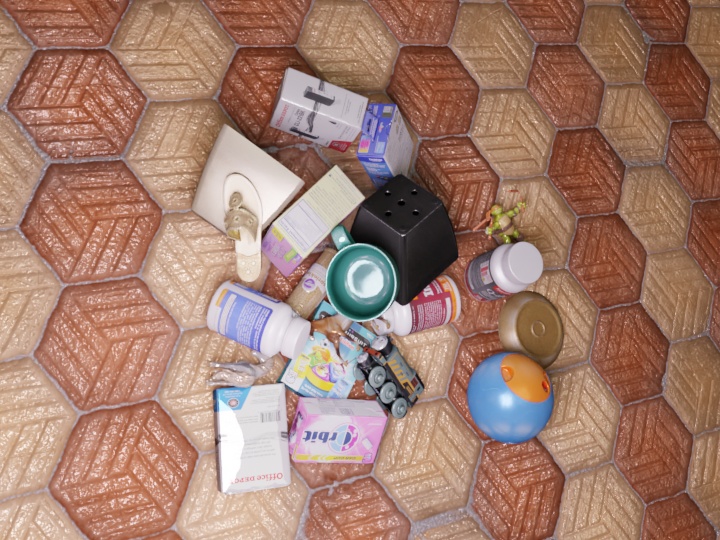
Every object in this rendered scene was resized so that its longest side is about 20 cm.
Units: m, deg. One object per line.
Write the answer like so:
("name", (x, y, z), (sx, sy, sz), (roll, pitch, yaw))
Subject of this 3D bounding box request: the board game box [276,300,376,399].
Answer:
("board game box", (-0.072, 0.195, 1.478), (0.149, 0.047, 0.203), (33, 69, -12))

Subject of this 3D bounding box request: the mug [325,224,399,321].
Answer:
("mug", (0.009, 0.006, 1.385), (0.148, 0.114, 0.191), (6, 93, 9))

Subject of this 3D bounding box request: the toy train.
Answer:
("toy train", (0.064, 0.236, 1.477), (0.114, 0.084, 0.202), (-48, 123, -23))

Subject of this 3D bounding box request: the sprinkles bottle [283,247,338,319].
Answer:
("sprinkles bottle", (-0.110, 0.043, 1.486), (0.068, 0.068, 0.201), (40, 67, -8))

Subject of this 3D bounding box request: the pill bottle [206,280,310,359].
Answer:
("pill bottle", (-0.207, 0.107, 1.375), (0.196, 0.113, 0.114), (23, 70, 12))

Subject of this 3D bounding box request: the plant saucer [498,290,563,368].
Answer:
("plant saucer", (0.441, 0.150, 1.690), (0.195, 0.035, 0.206), (4, 77, -20))

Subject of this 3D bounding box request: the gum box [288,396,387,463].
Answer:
("gum box", (-0.054, 0.337, 1.405), (0.195, 0.066, 0.116), (8, 109, -26))

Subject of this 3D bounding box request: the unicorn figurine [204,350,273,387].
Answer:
("unicorn figurine", (-0.246, 0.204, 1.376), (0.133, 0.200, 0.076), (1, 106, -7))

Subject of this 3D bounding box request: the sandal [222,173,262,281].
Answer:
("sandal", (-0.229, -0.079, 1.309), (0.075, 0.070, 0.218), (-6, 104, -1))

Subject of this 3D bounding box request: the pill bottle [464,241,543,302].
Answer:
("pill bottle", (0.339, 0.002, 1.593), (0.113, 0.200, 0.119), (4, 77, -18))

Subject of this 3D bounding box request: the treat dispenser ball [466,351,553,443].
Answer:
("treat dispenser ball", (0.343, 0.291, 1.533), (0.196, 0.200, 0.207), (4, 77, -19))

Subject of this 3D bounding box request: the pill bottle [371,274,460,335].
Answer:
("pill bottle", (0.124, 0.085, 1.541), (0.195, 0.113, 0.116), (-13, 83, -23))

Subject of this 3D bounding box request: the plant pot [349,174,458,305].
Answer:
("plant pot", (0.092, -0.085, 1.484), (0.198, 0.180, 0.199), (-39, 59, -24))

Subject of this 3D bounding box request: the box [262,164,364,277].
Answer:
("box", (-0.109, -0.104, 1.458), (0.097, 0.176, 0.200), (46, 67, -3))

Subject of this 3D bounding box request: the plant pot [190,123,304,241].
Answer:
("plant pot", (-0.254, -0.161, 1.414), (0.198, 0.200, 0.179), (34, 84, -10))

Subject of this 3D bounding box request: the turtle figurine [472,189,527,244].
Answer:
("turtle figurine", (0.365, -0.100, 1.700), (0.199, 0.064, 0.164), (-37, 100, -32))

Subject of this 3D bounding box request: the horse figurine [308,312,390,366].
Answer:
("horse figurine", (-0.021, 0.112, 1.448), (0.199, 0.050, 0.132), (-41, 59, -18))

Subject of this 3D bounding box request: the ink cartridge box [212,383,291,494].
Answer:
("ink cartridge box", (-0.225, 0.341, 1.368), (0.142, 0.084, 0.206), (0, 79, -21))

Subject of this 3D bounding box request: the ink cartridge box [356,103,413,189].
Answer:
("ink cartridge box", (0.056, -0.291, 1.550), (0.074, 0.200, 0.140), (7, 71, 20))

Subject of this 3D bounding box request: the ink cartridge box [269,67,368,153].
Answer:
("ink cartridge box", (-0.099, -0.364, 1.534), (0.195, 0.144, 0.086), (18, 72, -13))
